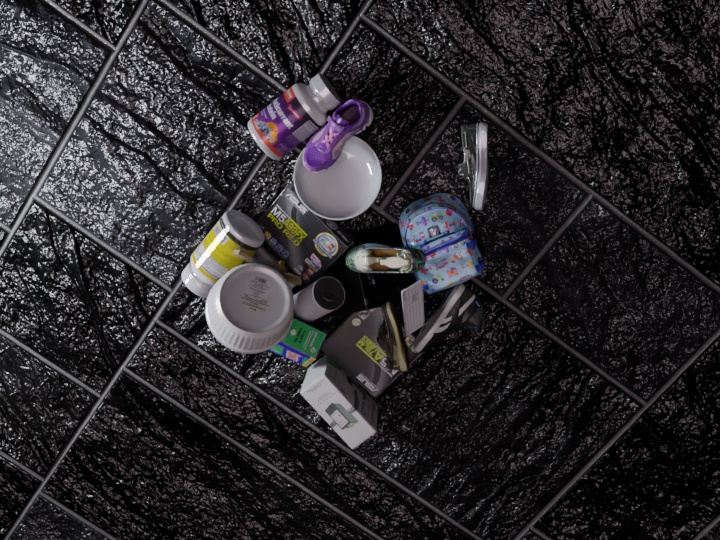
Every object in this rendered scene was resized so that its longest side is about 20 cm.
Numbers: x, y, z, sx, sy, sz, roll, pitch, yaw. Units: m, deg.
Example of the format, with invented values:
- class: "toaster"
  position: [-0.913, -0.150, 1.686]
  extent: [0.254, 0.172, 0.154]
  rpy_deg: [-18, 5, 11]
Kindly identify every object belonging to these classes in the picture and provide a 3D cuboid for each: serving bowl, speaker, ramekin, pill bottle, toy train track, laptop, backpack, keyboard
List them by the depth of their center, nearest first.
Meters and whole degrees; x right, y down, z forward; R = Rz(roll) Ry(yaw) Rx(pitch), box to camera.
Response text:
- class: "ramekin"
  position: [-0.242, 0.078, 1.626]
  extent: [0.200, 0.105, 0.200]
  rpy_deg: [5, 69, -14]
- class: "pill bottle"
  position: [-0.145, -0.349, 1.638]
  extent: [0.200, 0.111, 0.111]
  rpy_deg: [-35, 101, 14]
- class: "serving bowl"
  position: [-0.051, -0.209, 1.665]
  extent: [0.200, 0.066, 0.200]
  rpy_deg: [0, 85, 1]
- class: "toy train track"
  position: [-0.210, -0.015, 1.686]
  extent: [0.200, 0.115, 0.033]
  rpy_deg: [28, 71, -44]
- class: "backpack"
  position: [0.183, -0.071, 1.688]
  extent: [0.182, 0.135, 0.200]
  rpy_deg: [-18, 104, 10]
- class: "keyboard"
  position: [0.125, 0.090, 1.710]
  extent: [0.056, 0.011, 0.200]
  rpy_deg: [-26, 147, -11]
- class: "pill bottle"
  position: [-0.327, -0.036, 1.713]
  extent: [0.114, 0.114, 0.200]
  rpy_deg: [40, 111, -8]
- class: "speaker"
  position: [-0.111, 0.076, 1.722]
  extent: [0.081, 0.200, 0.081]
  rpy_deg: [7, 73, -24]
- class: "laptop"
  position: [0.000, 0.000, 1.765]
  extent: [0.200, 0.116, 0.188]
  rpy_deg: [-13, 92, -20]

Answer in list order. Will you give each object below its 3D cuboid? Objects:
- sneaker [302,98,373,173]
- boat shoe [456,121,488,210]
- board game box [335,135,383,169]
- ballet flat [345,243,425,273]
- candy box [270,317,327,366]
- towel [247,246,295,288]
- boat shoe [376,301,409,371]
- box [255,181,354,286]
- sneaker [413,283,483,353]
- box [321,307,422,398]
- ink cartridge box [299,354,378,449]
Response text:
- class: "sneaker"
  position: [-0.055, -0.303, 1.597]
  extent: [0.080, 0.088, 0.200]
  rpy_deg: [42, 89, 4]
- class: "boat shoe"
  position: [0.256, -0.239, 1.671]
  extent: [0.071, 0.072, 0.200]
  rpy_deg: [1, 97, 13]
- class: "board game box"
  position: [-0.051, -0.216, 1.720]
  extent: [0.103, 0.019, 0.200]
  rpy_deg: [42, 106, -6]
- class: "ballet flat"
  position: [0.045, -0.025, 1.638]
  extent: [0.200, 0.074, 0.074]
  rpy_deg: [-2, 108, 26]
- class: "candy box"
  position: [-0.195, 0.155, 1.763]
  extent: [0.200, 0.169, 0.077]
  rpy_deg: [24, 72, -5]
- class: "towel"
  position: [-0.264, 0.005, 1.799]
  extent: [0.200, 0.034, 0.133]
  rpy_deg: [43, 106, -9]
- class: "boat shoe"
  position: [0.070, 0.165, 1.742]
  extent: [0.065, 0.073, 0.200]
  rpy_deg: [-10, 119, 9]
- class: "box"
  position: [-0.138, -0.084, 1.719]
  extent: [0.200, 0.044, 0.160]
  rpy_deg: [46, 123, -1]
- class: "sneaker"
  position: [0.225, 0.139, 1.765]
  extent: [0.112, 0.073, 0.200]
  rpy_deg: [36, 92, -9]
- class: "box"
  position: [0.032, 0.188, 1.825]
  extent: [0.200, 0.048, 0.193]
  rpy_deg: [43, 102, -9]
- class: "ink cartridge box"
  position: [-0.048, 0.324, 1.823]
  extent: [0.084, 0.146, 0.200]
  rpy_deg: [-38, 101, 13]
